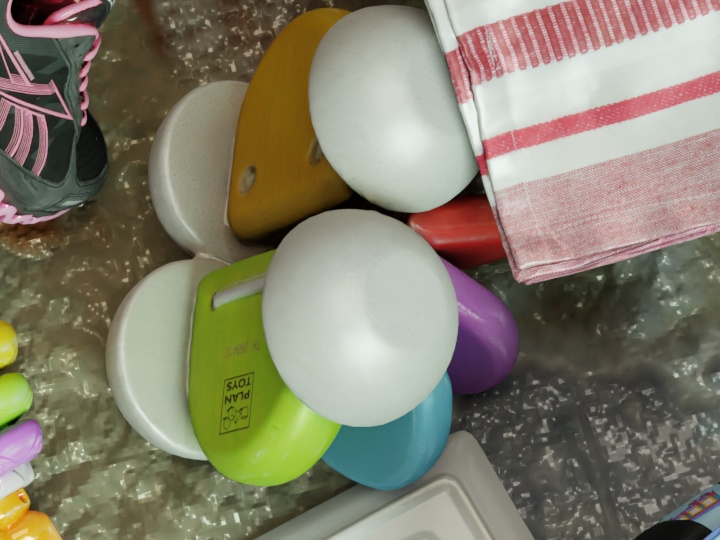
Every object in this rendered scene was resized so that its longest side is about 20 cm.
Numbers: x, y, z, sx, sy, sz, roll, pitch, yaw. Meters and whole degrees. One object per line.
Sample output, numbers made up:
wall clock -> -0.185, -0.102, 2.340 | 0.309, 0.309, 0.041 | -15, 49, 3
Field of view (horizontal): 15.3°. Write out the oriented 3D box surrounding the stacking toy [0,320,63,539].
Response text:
stacking toy -> -0.168, 0.063, 1.088 | 0.110, 0.116, 0.200 | -32, 89, 8

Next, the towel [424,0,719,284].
towel -> 0.095, -0.106, 0.994 | 0.144, 0.023, 0.201 | -17, 98, 12

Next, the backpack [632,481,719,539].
backpack -> 0.127, 0.165, 0.991 | 0.182, 0.200, 0.135 | -38, 74, -15

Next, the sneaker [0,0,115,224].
sneaker -> -0.133, -0.085, 1.080 | 0.095, 0.200, 0.079 | -21, 63, 10

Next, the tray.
tray -> -0.015, 0.151, 1.088 | 0.200, 0.022, 0.108 | -28, 73, -11

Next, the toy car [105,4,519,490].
toy car -> 0.000, 0.000, 1.092 | 0.150, 0.175, 0.201 | 25, 65, -31
